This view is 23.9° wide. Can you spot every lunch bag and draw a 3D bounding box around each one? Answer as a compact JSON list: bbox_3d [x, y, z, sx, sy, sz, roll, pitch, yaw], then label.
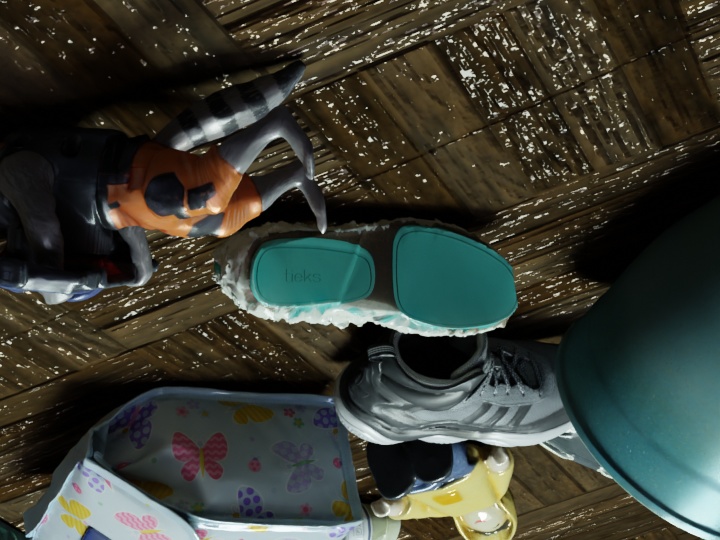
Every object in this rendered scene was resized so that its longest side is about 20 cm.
[{"bbox_3d":[-0.124,0.168,1.200,0.199,0.128,0.170,8,145,-25],"label":"lunch bag"}]

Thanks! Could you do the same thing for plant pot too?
[{"bbox_3d":[0.252,0.035,1.061,0.199,0.201,0.189,3,134,-31],"label":"plant pot"}]

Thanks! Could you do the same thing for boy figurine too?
[{"bbox_3d":[0.070,0.176,1.379,0.124,0.065,0.200,-23,149,13],"label":"boy figurine"}]

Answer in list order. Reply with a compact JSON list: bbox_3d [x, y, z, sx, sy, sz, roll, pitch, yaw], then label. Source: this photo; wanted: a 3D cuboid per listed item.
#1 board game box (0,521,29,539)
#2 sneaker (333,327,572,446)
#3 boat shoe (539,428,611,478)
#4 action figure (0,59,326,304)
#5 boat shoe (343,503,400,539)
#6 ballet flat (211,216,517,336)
[{"bbox_3d":[-0.337,0.220,1.303,0.134,0.028,0.200,-17,154,7],"label":"board game box"},{"bbox_3d":[0.087,0.069,1.153,0.198,0.076,0.114,-3,155,-15],"label":"sneaker"},{"bbox_3d":[0.212,0.129,1.328,0.199,0.076,0.060,28,142,-25],"label":"boat shoe"},{"bbox_3d":[-0.116,-0.041,0.861,0.192,0.106,0.200,-7,-179,1],"label":"action figure"},{"bbox_3d":[-0.031,0.267,1.499,0.062,0.072,0.200,6,145,-30],"label":"boat shoe"},{"bbox_3d":[0.000,0.000,1.009,0.199,0.072,0.072,7,147,-32],"label":"ballet flat"}]
